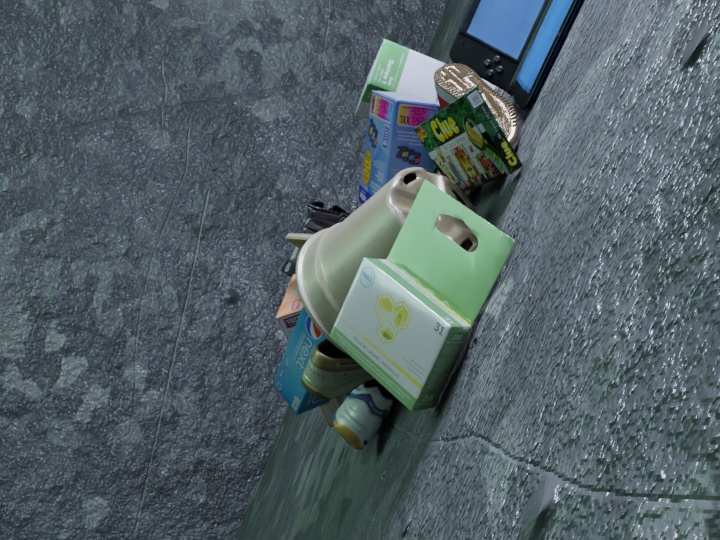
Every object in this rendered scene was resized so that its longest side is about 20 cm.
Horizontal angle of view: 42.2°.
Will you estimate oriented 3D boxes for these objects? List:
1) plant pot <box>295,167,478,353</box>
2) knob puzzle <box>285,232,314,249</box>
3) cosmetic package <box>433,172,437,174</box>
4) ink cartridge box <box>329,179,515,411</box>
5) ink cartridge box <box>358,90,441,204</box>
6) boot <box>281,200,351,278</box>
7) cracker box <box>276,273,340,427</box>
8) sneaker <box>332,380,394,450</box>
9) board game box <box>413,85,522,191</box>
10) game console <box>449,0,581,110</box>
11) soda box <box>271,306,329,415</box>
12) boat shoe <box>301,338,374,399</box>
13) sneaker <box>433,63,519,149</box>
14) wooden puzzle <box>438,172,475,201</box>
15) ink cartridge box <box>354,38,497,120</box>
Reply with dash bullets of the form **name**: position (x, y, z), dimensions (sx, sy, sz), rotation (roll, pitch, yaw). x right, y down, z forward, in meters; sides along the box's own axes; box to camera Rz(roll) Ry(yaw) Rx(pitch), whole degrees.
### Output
- **plant pot**: position (0.048, -0.018, 1.141), dimensions (0.184, 0.198, 0.202), rotation (-46, 18, 42)
- **knob puzzle**: position (0.000, 0.000, 1.336), dimensions (0.031, 0.218, 0.220), rotation (-57, 3, -9)
- **cosmetic package**: position (0.077, -0.066, 1.586), dimensions (0.102, 0.073, 0.203), rotation (-77, 9, -62)
- **ink cartridge box**: position (0.061, 0.023, 0.990), dimensions (0.047, 0.145, 0.203), rotation (2, -62, -47)
- **ink cartridge box**: position (0.053, -0.151, 1.355), dimensions (0.137, 0.075, 0.205), rotation (-131, 45, -69)
- **boot**: position (-0.030, -0.028, 1.510), dimensions (0.199, 0.069, 0.134), rotation (22, -85, -51)
- **cracker box**: position (-0.052, 0.113, 1.409), dimensions (0.057, 0.203, 0.135), rotation (-18, 24, 17)
- **sneaker**: position (0.016, 0.173, 1.275), dimensions (0.088, 0.075, 0.200), rotation (-47, 9, 9)
- **board game box**: position (0.127, -0.152, 1.138), dimensions (0.023, 0.106, 0.200), rotation (-31, 4, -13)
- **game console**: position (0.202, -0.330, 1.186), dimensions (0.118, 0.169, 0.203), rotation (-13, -48, -62)
- **soda box**: position (-0.051, 0.096, 1.268), dimensions (0.067, 0.064, 0.202), rotation (-13, -43, -45)
- **boat shoe**: position (0.007, 0.099, 1.205), dimensions (0.199, 0.073, 0.067), rotation (-28, -38, -46)
- **sneaker**: position (0.154, -0.176, 1.214), dimensions (0.201, 0.070, 0.114), rotation (-115, 9, -48)
- **wooden puzzle**: position (0.133, -0.114, 1.365), dimensions (0.201, 0.046, 0.188), rotation (-54, 14, 53)
- **ink cartridge box**: position (0.103, -0.274, 1.504), dimensions (0.146, 0.196, 0.086), rotation (130, 161, -76)
